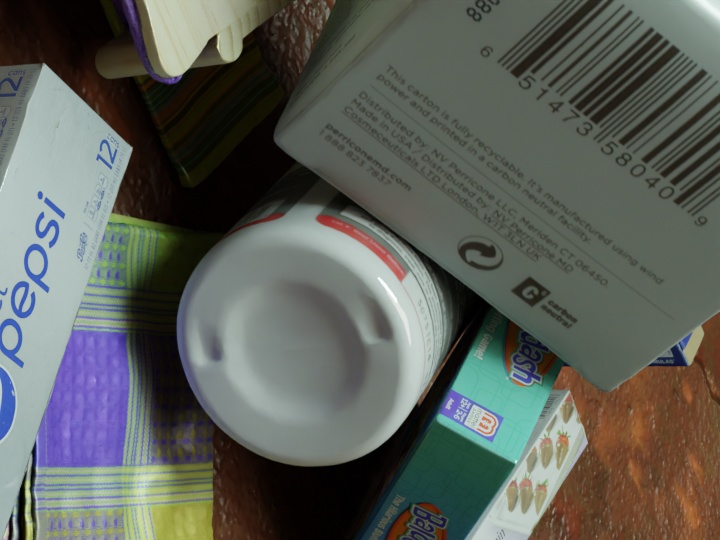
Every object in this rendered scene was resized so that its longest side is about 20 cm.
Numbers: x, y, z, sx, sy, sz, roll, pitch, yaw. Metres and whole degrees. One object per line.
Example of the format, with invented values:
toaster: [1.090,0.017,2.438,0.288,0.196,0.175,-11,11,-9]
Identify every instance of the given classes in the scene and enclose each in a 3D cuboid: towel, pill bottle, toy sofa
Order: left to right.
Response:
toy sofa: [-0.111,-0.176,1.027,0.098,0.083,0.201,-42,118,-39]
towel: [-0.105,0.075,1.096,0.143,0.023,0.201,10,80,-56]
towel: [-0.093,-0.142,1.129,0.086,0.018,0.201,-54,131,-44]
pill bottle: [0.000,0.000,1.155,0.200,0.113,0.115,-50,130,-62]

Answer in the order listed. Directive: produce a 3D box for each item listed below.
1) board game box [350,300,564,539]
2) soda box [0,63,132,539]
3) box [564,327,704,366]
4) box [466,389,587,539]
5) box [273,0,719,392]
board game box: [0.050,0.078,1.203,0.152,0.045,0.200,-60,179,-38]
soda box: [-0.159,0.020,0.978,0.068,0.063,0.201,45,53,-48]
box: [0.096,-0.031,1.318,0.032,0.121,0.201,-59,135,-38]
box: [0.064,0.136,1.337,0.200,0.041,0.039,-52,130,-46]
box: [0.108,-0.100,1.070,0.199,0.200,0.172,36,44,-14]
